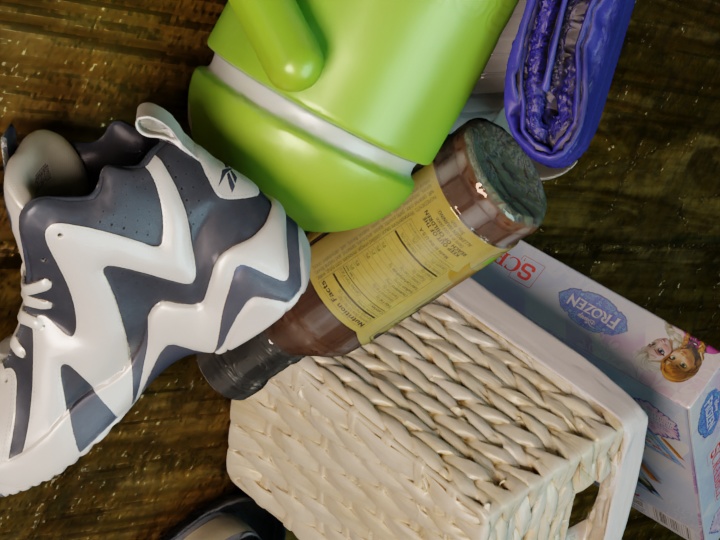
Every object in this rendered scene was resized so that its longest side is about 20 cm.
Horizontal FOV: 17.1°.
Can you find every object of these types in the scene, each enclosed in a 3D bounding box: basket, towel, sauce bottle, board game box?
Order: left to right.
[{"bbox_3d":[0.000,0.000,1.170,0.200,0.065,0.065,-33,170,33],"label":"sauce bottle"},{"bbox_3d":[0.033,0.094,1.275,0.123,0.200,0.136,-30,143,-35],"label":"basket"},{"bbox_3d":[0.100,-0.122,1.127,0.200,0.049,0.148,-9,116,-83],"label":"towel"},{"bbox_3d":[0.125,0.062,1.396,0.041,0.200,0.200,-51,155,-18],"label":"board game box"}]

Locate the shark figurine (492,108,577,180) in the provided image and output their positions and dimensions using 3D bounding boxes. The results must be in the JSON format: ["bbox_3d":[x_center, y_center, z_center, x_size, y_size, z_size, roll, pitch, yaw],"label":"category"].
[{"bbox_3d":[0.086,-0.097,1.284,0.215,0.089,0.128,-58,156,4],"label":"shark figurine"}]

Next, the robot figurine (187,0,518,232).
[{"bbox_3d":[-0.002,-0.106,1.075,0.200,0.115,0.175,-62,163,7],"label":"robot figurine"}]

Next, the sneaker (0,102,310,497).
[{"bbox_3d":[-0.133,0.004,1.019,0.199,0.130,0.080,-30,-155,18],"label":"sneaker"}]

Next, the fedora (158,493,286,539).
[{"bbox_3d":[-0.081,0.226,1.324,0.201,0.091,0.201,-42,149,-32],"label":"fedora"}]

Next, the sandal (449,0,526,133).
[{"bbox_3d":[0.053,-0.148,1.195,0.050,0.082,0.203,-83,-170,-61],"label":"sandal"}]
